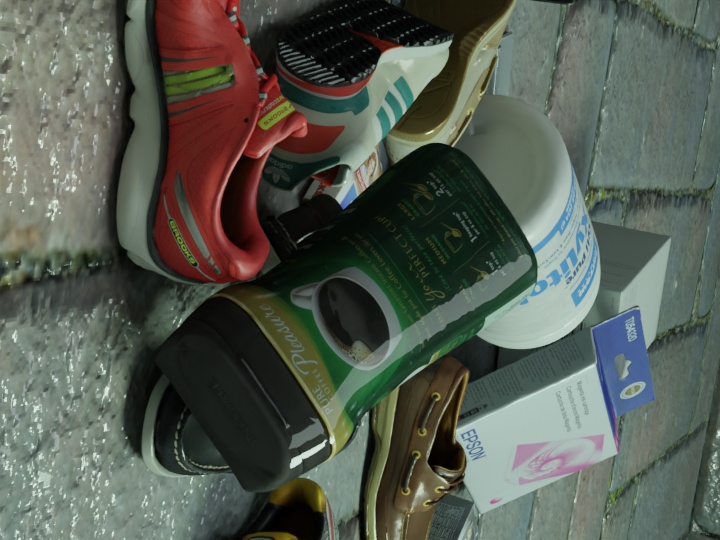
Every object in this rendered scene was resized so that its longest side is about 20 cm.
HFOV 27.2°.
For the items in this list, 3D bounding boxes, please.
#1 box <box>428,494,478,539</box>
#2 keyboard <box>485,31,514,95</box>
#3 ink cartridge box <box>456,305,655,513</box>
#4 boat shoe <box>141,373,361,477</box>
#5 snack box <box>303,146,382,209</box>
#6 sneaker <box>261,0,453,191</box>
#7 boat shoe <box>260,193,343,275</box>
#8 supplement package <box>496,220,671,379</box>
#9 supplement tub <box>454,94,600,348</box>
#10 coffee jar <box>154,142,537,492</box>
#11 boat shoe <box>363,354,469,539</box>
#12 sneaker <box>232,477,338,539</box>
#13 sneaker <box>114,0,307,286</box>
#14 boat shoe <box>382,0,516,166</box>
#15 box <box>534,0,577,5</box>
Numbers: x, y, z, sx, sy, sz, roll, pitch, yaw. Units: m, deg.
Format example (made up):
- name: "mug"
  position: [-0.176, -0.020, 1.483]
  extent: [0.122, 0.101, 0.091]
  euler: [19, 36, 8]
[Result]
- name: "box"
  position: [0.048, 0.315, 1.269]
  extent: [0.159, 0.048, 0.201]
  euler: [80, 30, -42]
- name: "keyboard"
  position: [0.112, -0.100, 1.273]
  extent: [0.056, 0.011, 0.202]
  euler: [-43, 140, -64]
- name: "ink cartridge box"
  position: [0.172, 0.130, 1.319]
  extent: [0.197, 0.199, 0.044]
  euler: [62, 5, -57]
- name: "boat shoe"
  position: [-0.059, 0.088, 0.865]
  extent: [0.200, 0.060, 0.075]
  euler: [15, 88, -68]
- name: "snack box"
  position: [0.000, 0.000, 1.018]
  extent: [0.201, 0.024, 0.072]
  euler: [79, 32, -46]
- name: "sneaker"
  position: [-0.008, -0.106, 0.909]
  extent: [0.200, 0.070, 0.094]
  euler: [-40, 154, -61]
- name: "boat shoe"
  position: [-0.009, 0.019, 0.922]
  extent: [0.060, 0.072, 0.201]
  euler: [-33, 151, 1]
- name: "supplement package"
  position: [0.222, 0.034, 1.472]
  extent: [0.200, 0.116, 0.118]
  euler: [-34, 132, -60]
- name: "supplement tub"
  position: [0.107, -0.033, 1.128]
  extent: [0.200, 0.131, 0.133]
  euler: [52, 53, -62]
- name: "coffee jar"
  position: [-0.007, 0.024, 0.788]
  extent: [0.199, 0.105, 0.085]
  euler: [-36, -177, -27]
- name: "boat shoe"
  position: [0.046, 0.155, 1.154]
  extent: [0.072, 0.067, 0.202]
  euler: [-35, 133, -60]
- name: "sneaker"
  position: [-0.066, 0.204, 0.905]
  extent: [0.200, 0.077, 0.083]
  euler: [-64, 152, -55]
- name: "sneaker"
  position: [-0.064, -0.090, 0.727]
  extent: [0.077, 0.084, 0.202]
  euler: [-32, 130, -62]
- name: "boat shoe"
  position: [0.058, -0.148, 1.040]
  extent: [0.069, 0.073, 0.201]
  euler: [93, 21, -53]
- name: "box"
  position: [0.024, -0.240, 0.716]
  extent: [0.050, 0.198, 0.200]
  euler: [-39, 135, -58]
